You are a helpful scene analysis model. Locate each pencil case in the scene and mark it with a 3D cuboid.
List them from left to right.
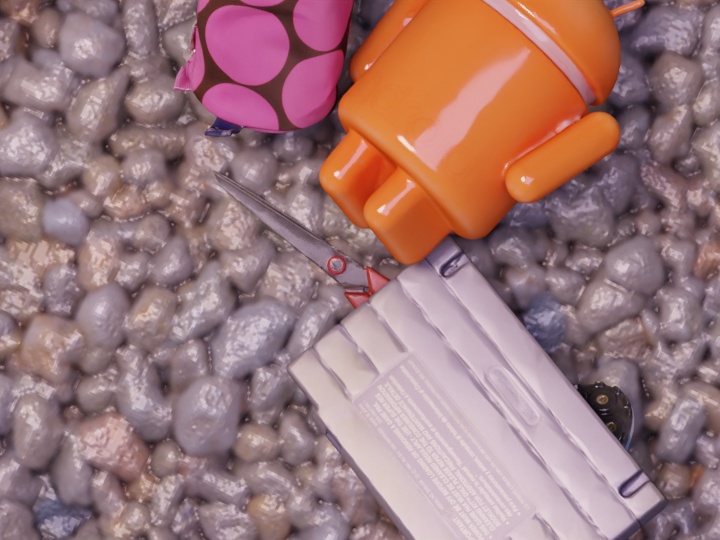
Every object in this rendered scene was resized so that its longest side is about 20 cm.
[{"bbox_3d":[-0.047,-0.174,1.400,0.093,0.091,0.201,17,123,9],"label":"pencil case"}]

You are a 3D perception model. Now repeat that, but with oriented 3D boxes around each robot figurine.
[{"bbox_3d":[0.068,-0.098,1.429,0.117,0.144,0.200,43,85,-20],"label":"robot figurine"}]

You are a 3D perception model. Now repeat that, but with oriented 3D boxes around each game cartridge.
[{"bbox_3d":[0.063,0.095,1.440,0.129,0.038,0.200,-39,73,3],"label":"game cartridge"}]

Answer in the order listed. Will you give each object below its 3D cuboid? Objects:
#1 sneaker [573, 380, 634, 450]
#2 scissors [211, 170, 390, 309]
[{"bbox_3d":[0.104,0.158,1.472,0.072,0.072,0.201,20,78,26],"label":"sneaker"},{"bbox_3d":[0.000,0.000,1.485,0.073,0.014,0.200,-39,91,1],"label":"scissors"}]
